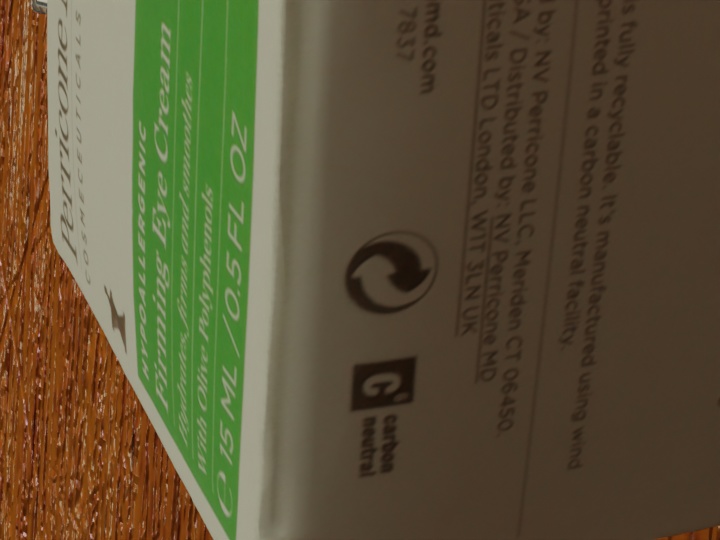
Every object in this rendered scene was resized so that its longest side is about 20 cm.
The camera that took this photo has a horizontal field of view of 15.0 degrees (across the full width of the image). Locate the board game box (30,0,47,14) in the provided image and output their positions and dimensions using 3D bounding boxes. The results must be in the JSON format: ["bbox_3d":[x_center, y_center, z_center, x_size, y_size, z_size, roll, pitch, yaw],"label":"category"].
[{"bbox_3d":[-0.044,-0.183,0.972,0.159,0.096,0.201,-157,69,-62],"label":"board game box"}]

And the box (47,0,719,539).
[{"bbox_3d":[0.040,-0.059,0.657,0.172,0.199,0.200,-124,31,-51],"label":"box"}]
